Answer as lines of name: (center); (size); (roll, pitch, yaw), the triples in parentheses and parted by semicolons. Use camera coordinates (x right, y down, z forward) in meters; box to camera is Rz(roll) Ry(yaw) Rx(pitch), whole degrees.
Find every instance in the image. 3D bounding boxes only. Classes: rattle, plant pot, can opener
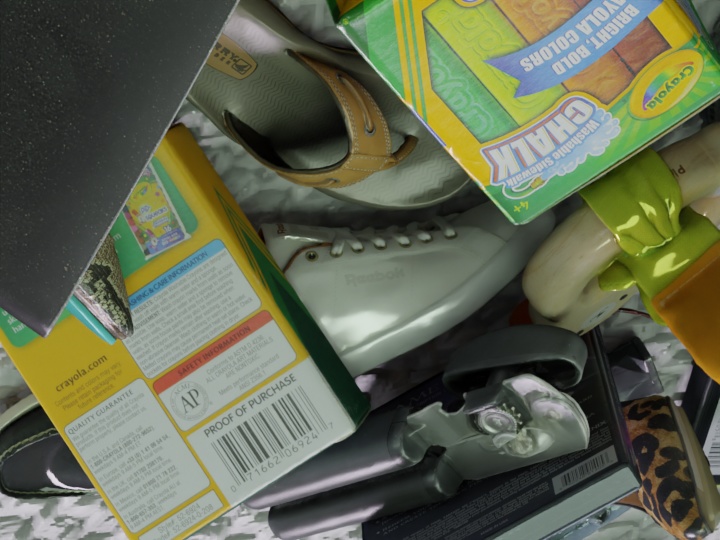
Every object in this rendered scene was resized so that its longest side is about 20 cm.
rattle: (0.149, 0.027, 1.401); (0.143, 0.130, 0.200); (40, 145, 8)
plant pot: (-0.148, -0.130, 1.204); (0.177, 0.200, 0.200); (27, 120, -8)
can opener: (0.029, 0.078, 1.409); (0.199, 0.067, 0.053); (-19, 127, 38)

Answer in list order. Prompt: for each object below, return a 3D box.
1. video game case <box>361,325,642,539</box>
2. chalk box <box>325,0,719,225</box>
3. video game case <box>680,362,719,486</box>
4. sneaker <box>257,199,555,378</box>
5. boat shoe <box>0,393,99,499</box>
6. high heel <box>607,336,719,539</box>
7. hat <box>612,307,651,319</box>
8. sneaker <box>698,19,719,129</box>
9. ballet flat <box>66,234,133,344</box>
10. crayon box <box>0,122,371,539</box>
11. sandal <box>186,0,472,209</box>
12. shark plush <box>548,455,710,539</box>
video game case: (0.064, 0.090, 1.441); (0.142, 0.200, 0.019); (-30, 110, 10)
chalk box: (0.079, -0.117, 1.319); (0.124, 0.124, 0.200); (-35, 129, 14)
video game case: (0.273, 0.036, 1.566); (0.180, 0.026, 0.201); (1, 128, -16)
sneaker: (0.000, 0.000, 1.431); (0.199, 0.073, 0.085); (-30, 103, -6)
boat shoe: (-0.095, 0.089, 1.482); (0.199, 0.068, 0.072); (-7, 132, -8)
high heel: (0.103, 0.110, 1.468); (0.142, 0.200, 0.072); (-24, 113, 1)
hat: (0.254, 0.078, 1.550); (0.175, 0.166, 0.201); (7, 123, 30)
sneaker: (0.219, -0.053, 1.433); (0.087, 0.075, 0.201); (-12, 113, -18)
ballet flat: (-0.171, -0.048, 1.321); (0.200, 0.068, 0.075); (34, 85, -11)
crayon box: (-0.102, 0.021, 1.387); (0.125, 0.052, 0.200); (-33, 93, 13)
sandal: (-0.024, -0.077, 1.370); (0.200, 0.055, 0.082); (32, 115, -34)
shark plush: (0.100, 0.154, 1.577); (0.199, 0.083, 0.091); (-18, 131, 0)
